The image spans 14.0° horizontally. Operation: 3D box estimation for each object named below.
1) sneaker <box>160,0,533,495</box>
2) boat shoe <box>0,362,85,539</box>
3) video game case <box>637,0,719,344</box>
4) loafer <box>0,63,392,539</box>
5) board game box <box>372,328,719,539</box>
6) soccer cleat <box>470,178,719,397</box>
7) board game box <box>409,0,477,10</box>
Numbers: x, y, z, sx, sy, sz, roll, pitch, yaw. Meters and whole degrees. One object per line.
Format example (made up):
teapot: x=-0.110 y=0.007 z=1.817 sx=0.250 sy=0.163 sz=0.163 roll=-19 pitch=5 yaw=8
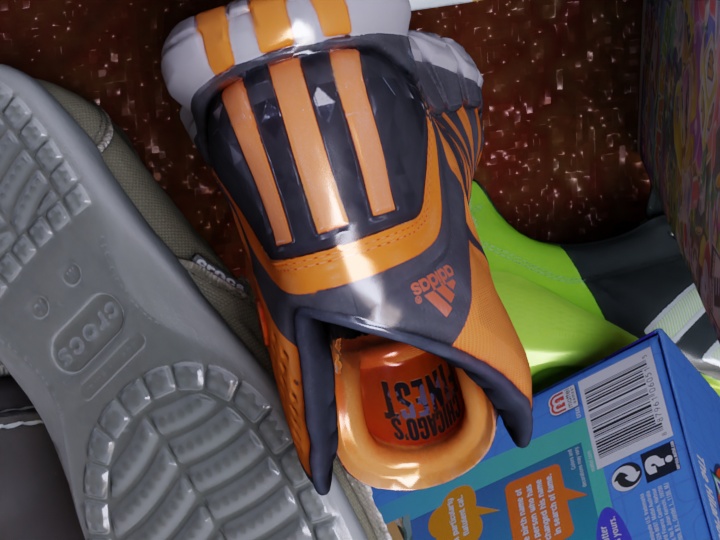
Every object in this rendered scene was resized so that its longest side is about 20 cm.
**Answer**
sneaker: x=0.000 y=0.000 z=0.720 sx=0.077 sy=0.200 sz=0.112 roll=-17 pitch=84 yaw=9
boat shoe: x=-0.134 y=0.073 z=0.781 sx=0.201 sy=0.061 sz=0.072 roll=-13 pitch=110 yaw=-17
video game case: x=0.092 y=-0.073 z=0.749 sx=0.018 sy=0.200 sz=0.144 roll=0 pitch=107 yaw=-1
loafer: x=-0.042 y=0.030 z=0.757 sx=0.075 sy=0.070 sz=0.200 roll=-35 pitch=80 yaw=26
board game box: x=0.016 y=0.123 z=0.763 sx=0.200 sy=0.152 sz=0.045 roll=-27 pitch=135 yaw=18
soccer cleat: x=0.110 y=0.020 z=0.844 sx=0.199 sy=0.068 sz=0.081 roll=12 pitch=60 yaw=-17
board game box: x=0.014 y=-0.176 z=0.738 sx=0.103 sy=0.105 sz=0.201 roll=-10 pitch=110 yaw=-18
